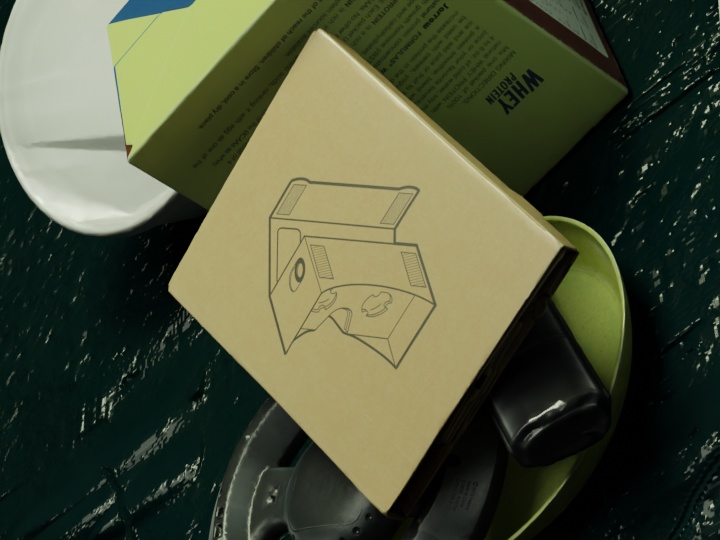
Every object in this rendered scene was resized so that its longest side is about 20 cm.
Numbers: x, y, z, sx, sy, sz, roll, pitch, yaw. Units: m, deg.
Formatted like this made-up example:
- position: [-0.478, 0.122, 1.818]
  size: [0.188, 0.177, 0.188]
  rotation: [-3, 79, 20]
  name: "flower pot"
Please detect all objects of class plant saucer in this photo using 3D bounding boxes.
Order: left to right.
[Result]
- position: [0.073, 0.068, 1.243]
  size: [0.200, 0.031, 0.201]
  rotation: [-37, 37, 35]
  name: "plant saucer"

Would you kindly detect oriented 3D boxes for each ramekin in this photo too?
- position: [-0.139, -0.122, 1.590]
  size: [0.201, 0.094, 0.204]
  rotation: [-2, 87, 37]
  name: "ramekin"

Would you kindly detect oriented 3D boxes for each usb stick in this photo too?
- position: [0.072, 0.028, 1.209]
  size: [0.055, 0.033, 0.200]
  rotation: [-30, 35, 3]
  name: "usb stick"

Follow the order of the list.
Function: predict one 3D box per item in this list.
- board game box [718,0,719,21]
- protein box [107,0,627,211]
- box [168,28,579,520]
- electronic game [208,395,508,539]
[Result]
- position: [0.196, -0.184, 1.125]
  size: [0.200, 0.026, 0.202]
  rotation: [103, 166, -77]
  name: "board game box"
- position: [0.000, -0.118, 1.341]
  size: [0.199, 0.199, 0.135]
  rotation: [-45, 34, 23]
  name: "protein box"
- position: [0.000, 0.000, 1.206]
  size: [0.200, 0.021, 0.164]
  rotation: [44, 109, 35]
  name: "box"
- position: [-0.004, 0.114, 1.246]
  size: [0.199, 0.042, 0.201]
  rotation: [-28, 44, 31]
  name: "electronic game"
